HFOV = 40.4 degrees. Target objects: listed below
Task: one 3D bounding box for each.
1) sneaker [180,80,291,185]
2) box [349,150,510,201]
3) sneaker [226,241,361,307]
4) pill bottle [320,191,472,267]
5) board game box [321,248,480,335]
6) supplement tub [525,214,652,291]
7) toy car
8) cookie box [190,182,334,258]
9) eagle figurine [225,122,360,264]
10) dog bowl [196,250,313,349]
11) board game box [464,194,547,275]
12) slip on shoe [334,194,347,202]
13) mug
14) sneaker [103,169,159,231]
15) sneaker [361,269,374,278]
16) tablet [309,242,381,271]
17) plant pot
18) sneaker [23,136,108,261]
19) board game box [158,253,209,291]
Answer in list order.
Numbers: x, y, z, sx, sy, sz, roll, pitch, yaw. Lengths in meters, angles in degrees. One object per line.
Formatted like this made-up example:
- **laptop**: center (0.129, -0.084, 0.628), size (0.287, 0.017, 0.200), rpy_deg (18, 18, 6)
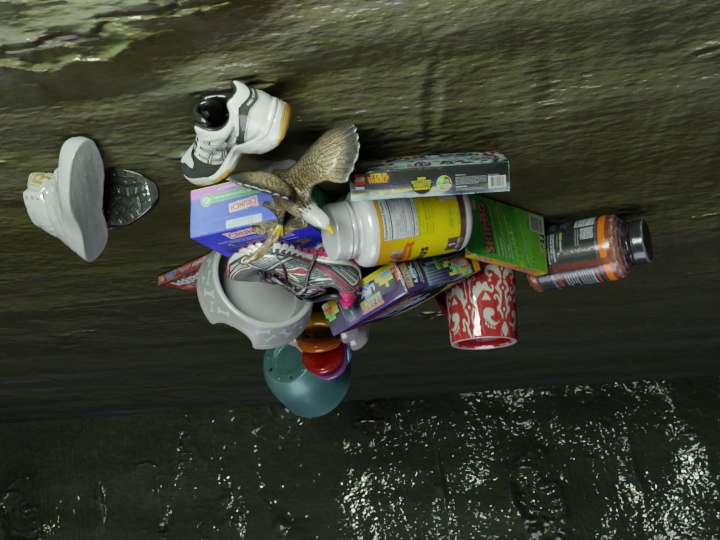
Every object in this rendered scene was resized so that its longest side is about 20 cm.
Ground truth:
- **sneaker**: center (-0.166, -0.166, 1.138), size (0.087, 0.077, 0.199), rpy_deg (27, 147, -32)
- **box**: center (0.088, -0.123, 1.250), size (0.196, 0.041, 0.137), rpy_deg (-3, -168, 4)
- **sneaker**: center (-0.097, 0.006, 1.415), size (0.196, 0.076, 0.081), rpy_deg (3, 156, 1)
- **pill bottle**: center (0.048, -0.067, 1.353), size (0.197, 0.111, 0.109), rpy_deg (-10, 168, -19)
- **board game box**: center (0.061, 0.027, 1.497), size (0.164, 0.057, 0.199), rpy_deg (-17, 170, -40)
- **supplement tub**: center (0.371, -0.030, 1.597), size (0.197, 0.109, 0.107), rpy_deg (-10, 163, 28)
- **toy car**: center (-0.076, 0.164, 2.154), size (0.172, 0.153, 0.200), rpy_deg (-6, 164, 12)
- **cookie box**: center (-0.131, -0.071, 1.440), size (0.168, 0.077, 0.200), rpy_deg (-10, 164, 17)
- **eagle figurine**: center (-0.081, -0.104, 1.214), size (0.148, 0.154, 0.201), rpy_deg (14, 152, 4)
- **dog bowl**: center (-0.161, 0.023, 1.574), size (0.197, 0.203, 0.059), rpy_deg (5, 150, -23)
- **board game box**: center (0.219, -0.055, 1.507), size (0.030, 0.097, 0.198), rpy_deg (-15, 160, 42)
- **slip on shoe**: center (0.058, -0.078, 1.469), size (0.197, 0.062, 0.076), rpy_deg (4, 164, -20)
- **mug**: center (0.191, 0.024, 1.592), size (0.131, 0.204, 0.178), rpy_deg (-1, 164, -6)
- **sneaker**: center (-0.337, -0.097, 1.375), size (0.198, 0.077, 0.087), rpy_deg (-13, 180, 38)
- **sneaker**: center (0.000, 0.000, 1.598), size (0.198, 0.078, 0.076), rpy_deg (-18, 141, -39)
- **tablet**: center (0.018, -0.027, 1.487), size (0.197, 0.014, 0.130), rpy_deg (4, 159, -35)
- **plant pot**: center (-0.141, 0.231, 2.325), size (0.197, 0.204, 0.161), rpy_deg (-7, 155, 19)
- **sneaker**: center (-0.395, -0.108, 1.275), size (0.114, 0.074, 0.202), rpy_deg (28, 139, 14)
- **board game box**: center (-0.281, 0.005, 1.805), size (0.102, 0.020, 0.199), rpy_deg (12, 159, -38)
